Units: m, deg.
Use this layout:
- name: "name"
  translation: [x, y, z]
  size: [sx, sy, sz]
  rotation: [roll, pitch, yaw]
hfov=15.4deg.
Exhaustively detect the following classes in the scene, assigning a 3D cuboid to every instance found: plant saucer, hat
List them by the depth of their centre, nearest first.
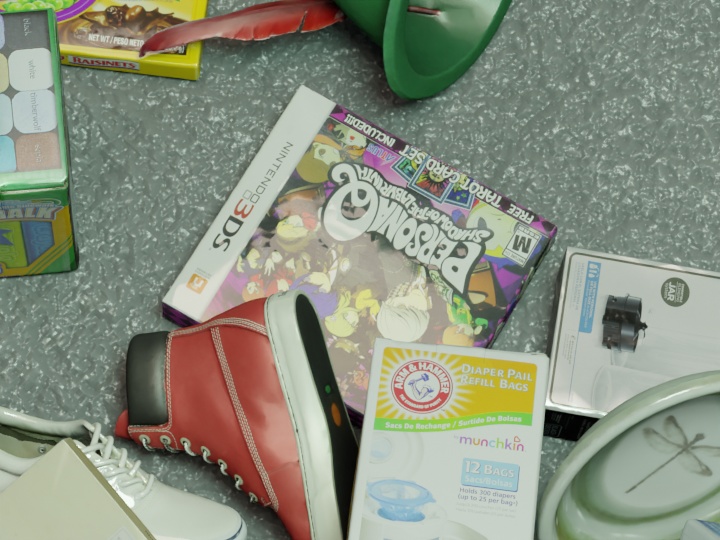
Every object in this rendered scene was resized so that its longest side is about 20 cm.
- name: "plant saucer"
  translation: [0.195, 0.119, 1.623]
  size: [0.200, 0.200, 0.050]
  rotation: [-15, 48, -9]
- name: "hat"
  translation: [-0.011, -0.215, 1.768]
  size: [0.176, 0.166, 0.200]
  rotation: [24, 32, 25]

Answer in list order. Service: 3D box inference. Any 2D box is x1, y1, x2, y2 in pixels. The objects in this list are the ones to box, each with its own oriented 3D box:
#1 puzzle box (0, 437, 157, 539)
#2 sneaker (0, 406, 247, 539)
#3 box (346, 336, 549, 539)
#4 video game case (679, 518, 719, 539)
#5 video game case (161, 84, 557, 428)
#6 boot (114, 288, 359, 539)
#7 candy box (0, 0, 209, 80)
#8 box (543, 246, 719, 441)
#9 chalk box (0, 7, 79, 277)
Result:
- name: "puzzle box"
  translation: [-0.163, 0.219, 1.601]
  size: [0.133, 0.025, 0.200]
  rotation: [-40, 87, 4]
- name: "sneaker"
  translation: [-0.165, 0.133, 1.639]
  size: [0.200, 0.071, 0.073]
  rotation: [13, 31, 9]
- name: "box"
  translation: [0.049, 0.153, 1.594]
  size: [0.112, 0.101, 0.200]
  rotation: [7, 60, 3]
- name: "video game case"
  translation: [0.312, 0.202, 1.572]
  size: [0.182, 0.200, 0.022]
  rotation: [12, 100, -24]
- name: "video game case"
  translation: [0.000, 0.000, 1.736]
  size: [0.200, 0.036, 0.181]
  rotation: [30, 72, 8]
- name: "boot"
  translation: [-0.076, 0.125, 1.678]
  size: [0.144, 0.072, 0.200]
  rotation: [-17, 87, 17]
- name: "candy box"
  translation: [-0.202, -0.190, 1.803]
  size: [0.199, 0.026, 0.102]
  rotation: [6, 67, -1]
- name: "box"
  translation: [0.220, 0.061, 1.712]
  size: [0.199, 0.060, 0.117]
  rotation: [11, 70, 1]
- name: "chalk box"
  translation: [-0.246, -0.084, 1.667]
  size: [0.123, 0.200, 0.125]
  rotation: [-5, 70, -5]
